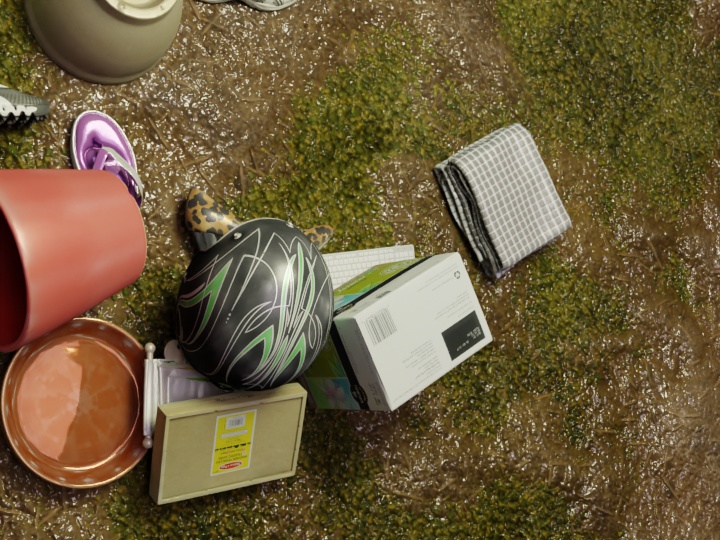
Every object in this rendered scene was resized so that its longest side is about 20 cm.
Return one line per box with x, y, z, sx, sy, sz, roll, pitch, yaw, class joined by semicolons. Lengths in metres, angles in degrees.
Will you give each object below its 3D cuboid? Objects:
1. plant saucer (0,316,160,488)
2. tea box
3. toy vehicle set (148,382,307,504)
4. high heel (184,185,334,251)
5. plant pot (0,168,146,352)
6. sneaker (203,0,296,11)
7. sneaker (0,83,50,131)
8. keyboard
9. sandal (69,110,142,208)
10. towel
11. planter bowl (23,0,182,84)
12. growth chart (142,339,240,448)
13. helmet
-0.335;0.158;1.343;0.198;0.032;0.203;7;78;-33;plant saucer
0.030;0.083;1.500;0.199;0.196;0.135;-30;102;-35;tea box
-0.163;0.214;1.396;0.198;0.026;0.126;-5;116;-35;toy vehicle set
-0.133;-0.069;1.494;0.198;0.071;0.144;-23;100;-26;high heel
-0.355;-0.029;1.280;0.176;0.199;0.203;-20;92;-43;plant pot
-0.140;-0.408;1.548;0.198;0.087;0.077;-13;86;-36;sneaker
-0.461;-0.215;1.308;0.198;0.066;0.092;-1;84;-32;sneaker
0.000;0.000;1.610;0.198;0.011;0.057;-7;85;-34;keyboard
-0.306;-0.104;1.400;0.082;0.050;0.205;-12;87;-35;sandal
0.224;-0.109;1.737;0.165;0.085;0.202;-32;99;-33;towel
-0.304;-0.350;1.398;0.198;0.134;0.203;7;77;-32;planter bowl
-0.197;0.171;1.420;0.199;0.018;0.147;20;68;-42;growth chart
-0.124;0.044;1.369;0.198;0.190;0.203;13;68;-34;helmet
